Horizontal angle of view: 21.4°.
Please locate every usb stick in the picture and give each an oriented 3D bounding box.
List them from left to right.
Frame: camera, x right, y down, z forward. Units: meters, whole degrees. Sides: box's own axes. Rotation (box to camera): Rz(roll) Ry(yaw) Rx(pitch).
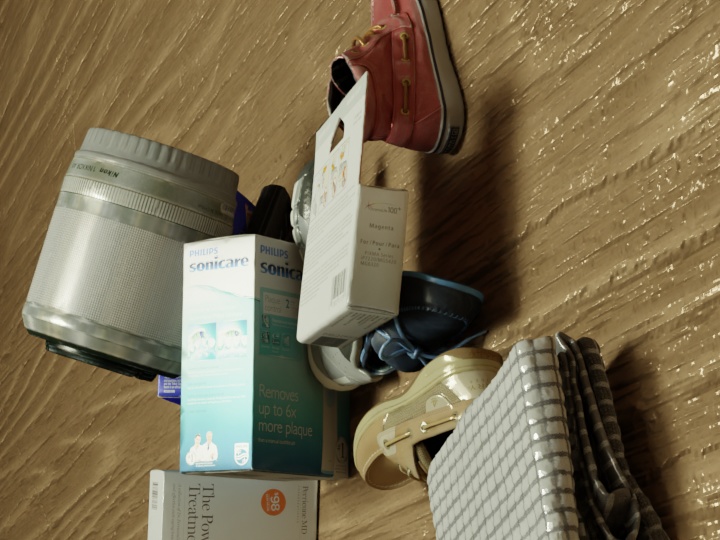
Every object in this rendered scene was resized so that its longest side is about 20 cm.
[{"bbox_3d":[-0.097,-0.011,1.797,0.201,0.032,0.056,-73,-25,-54],"label":"usb stick"}]

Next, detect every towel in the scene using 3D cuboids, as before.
[{"bbox_3d":[0.116,0.154,1.231,0.200,0.085,0.167,118,151,-51],"label":"towel"}]

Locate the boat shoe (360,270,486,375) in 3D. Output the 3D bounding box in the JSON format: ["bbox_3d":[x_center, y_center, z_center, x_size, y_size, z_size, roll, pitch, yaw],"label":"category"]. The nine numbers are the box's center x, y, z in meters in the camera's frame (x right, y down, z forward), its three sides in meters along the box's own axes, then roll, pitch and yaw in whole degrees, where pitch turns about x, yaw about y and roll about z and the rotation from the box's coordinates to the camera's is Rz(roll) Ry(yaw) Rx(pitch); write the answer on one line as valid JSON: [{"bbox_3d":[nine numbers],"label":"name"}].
[{"bbox_3d":[0.047,0.049,1.451,0.200,0.084,0.069,124,166,-77],"label":"boat shoe"}]

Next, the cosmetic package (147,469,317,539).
[{"bbox_3d":[-0.118,0.285,1.744,0.052,0.150,0.202,171,102,-67],"label":"cosmetic package"}]

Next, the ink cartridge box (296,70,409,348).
[{"bbox_3d":[-0.005,-0.040,1.454,0.200,0.043,0.175,143,134,-75],"label":"ink cartridge box"}]

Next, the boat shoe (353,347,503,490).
[{"bbox_3d":[0.048,0.128,1.431,0.200,0.071,0.065,126,143,-54],"label":"boat shoe"}]

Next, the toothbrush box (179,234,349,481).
[{"bbox_3d":[-0.081,0.079,1.660,0.085,0.146,0.202,-7,77,34],"label":"toothbrush box"}]

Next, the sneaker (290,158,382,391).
[{"bbox_3d":[0.000,0.000,1.601,0.115,0.074,0.202,-7,90,65],"label":"sneaker"}]

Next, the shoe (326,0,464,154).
[{"bbox_3d":[0.017,-0.175,1.538,0.072,0.090,0.201,114,152,-43],"label":"shoe"}]

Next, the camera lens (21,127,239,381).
[{"bbox_3d":[-0.204,-0.010,1.710,0.160,0.159,0.202,6,78,70],"label":"camera lens"}]

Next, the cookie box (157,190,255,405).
[{"bbox_3d":[-0.140,0.032,1.860,0.171,0.075,0.202,45,-134,-77],"label":"cookie box"}]
